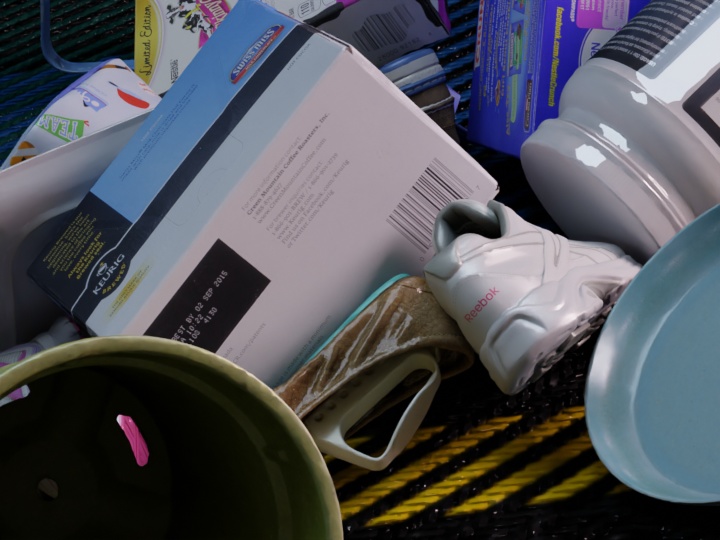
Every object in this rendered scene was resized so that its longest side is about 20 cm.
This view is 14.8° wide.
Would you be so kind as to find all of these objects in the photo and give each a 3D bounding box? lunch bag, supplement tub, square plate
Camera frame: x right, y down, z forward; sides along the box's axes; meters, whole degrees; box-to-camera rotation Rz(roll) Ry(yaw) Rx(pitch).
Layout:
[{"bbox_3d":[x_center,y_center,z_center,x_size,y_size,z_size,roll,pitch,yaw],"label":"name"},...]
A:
[{"bbox_3d":[-0.194,-0.026,1.655,0.200,0.076,0.160,-51,1,29],"label":"lunch bag"},{"bbox_3d":[0.200,-0.091,1.531,0.200,0.140,0.140,-43,30,-12],"label":"supplement tub"},{"bbox_3d":[-0.138,-0.009,1.583,0.200,0.198,0.028,-24,58,-21],"label":"square plate"}]

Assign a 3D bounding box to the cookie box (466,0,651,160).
[{"bbox_3d":[0.123,-0.153,1.681,0.075,0.172,0.200,4,6,-9],"label":"cookie box"}]

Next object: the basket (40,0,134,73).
[{"bbox_3d":[-0.148,-0.230,2.083,0.200,0.177,0.139,4,30,14],"label":"basket"}]

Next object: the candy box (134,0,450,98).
[{"bbox_3d":[-0.047,-0.165,1.764,0.200,0.061,0.137,-26,38,18],"label":"candy box"}]

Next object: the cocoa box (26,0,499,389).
[{"bbox_3d":[-0.055,-0.022,1.488,0.200,0.133,0.131,-52,32,-3],"label":"cocoa box"}]

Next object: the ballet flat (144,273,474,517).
[{"bbox_3d":[-0.021,0.083,1.413,0.200,0.068,0.072,-37,61,-17],"label":"ballet flat"}]

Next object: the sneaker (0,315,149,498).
[{"bbox_3d":[-0.164,0.091,1.485,0.088,0.081,0.200,-25,18,-14],"label":"sneaker"}]

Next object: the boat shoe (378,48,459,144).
[{"bbox_3d":[-0.010,-0.071,1.749,0.072,0.072,0.200,-23,-3,-35],"label":"boat shoe"}]

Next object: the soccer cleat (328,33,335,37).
[{"bbox_3d":[-0.047,-0.076,1.692,0.065,0.084,0.200,-20,-14,-35],"label":"soccer cleat"}]

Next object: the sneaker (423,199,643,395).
[{"bbox_3d":[0.086,-0.003,1.453,0.078,0.099,0.200,-45,-6,13],"label":"sneaker"}]

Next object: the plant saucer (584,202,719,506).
[{"bbox_3d":[0.200,0.036,1.352,0.200,0.027,0.200,-27,37,23],"label":"plant saucer"}]

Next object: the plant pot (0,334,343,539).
[{"bbox_3d":[-0.129,0.118,1.280,0.200,0.201,0.184,-20,11,-14],"label":"plant pot"}]

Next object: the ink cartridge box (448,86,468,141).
[{"bbox_3d":[-0.021,-0.130,1.857,0.200,0.119,0.042,12,77,45],"label":"ink cartridge box"}]
